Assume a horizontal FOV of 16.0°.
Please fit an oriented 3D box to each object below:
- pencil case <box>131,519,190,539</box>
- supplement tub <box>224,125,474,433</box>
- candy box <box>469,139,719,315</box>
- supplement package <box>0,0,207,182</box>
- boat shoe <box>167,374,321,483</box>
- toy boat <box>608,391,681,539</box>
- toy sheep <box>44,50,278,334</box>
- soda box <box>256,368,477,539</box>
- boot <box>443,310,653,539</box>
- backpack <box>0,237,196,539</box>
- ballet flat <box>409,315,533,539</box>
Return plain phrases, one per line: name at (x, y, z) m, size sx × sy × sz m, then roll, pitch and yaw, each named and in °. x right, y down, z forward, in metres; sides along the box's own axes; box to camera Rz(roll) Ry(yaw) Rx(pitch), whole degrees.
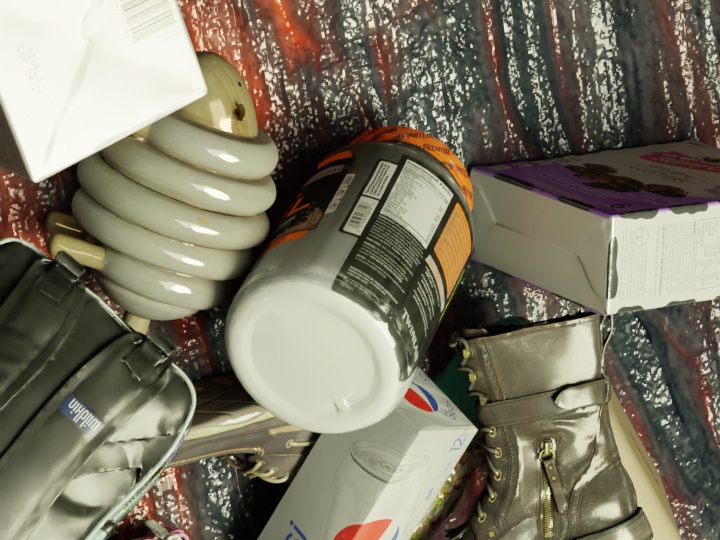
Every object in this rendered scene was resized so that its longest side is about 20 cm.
pencil case at (-0.195, 0.207, 1.621) m, size 0.199 × 0.083 × 0.087 m, roll -3°, pitch 89°, yaw -31°
supplement tub at (0.000, 0.000, 1.626) m, size 0.123 × 0.122 × 0.200 m, roll 66°, pitch 30°, yaw -26°
candy box at (0.201, -0.033, 1.761) m, size 0.199 × 0.167 × 0.072 m, roll -8°, pitch 107°, yaw -31°
supplement package at (-0.197, -0.145, 1.460) m, size 0.119 × 0.200 × 0.122 m, roll -30°, pitch 116°, yaw -22°
boat shoe at (-0.055, 0.106, 1.690) m, size 0.199 × 0.074 × 0.074 m, roll -14°, pitch 109°, yaw -28°
toy boat at (0.148, 0.169, 1.825) m, size 0.130 × 0.131 × 0.201 m, roll -26°, pitch 118°, yaw 9°
toy sheep at (-0.120, -0.040, 1.584) m, size 0.137 × 0.138 × 0.201 m, roll 9°, pitch 111°, yaw -34°
soda box at (-0.008, 0.161, 1.686) m, size 0.063 × 0.068 × 0.201 m, roll 2°, pitch 126°, yaw -50°
boot at (0.094, 0.121, 1.712) m, size 0.199 × 0.069 × 0.175 m, roll -18°, pitch 97°, yaw 3°
backpack at (-0.219, 0.106, 1.512) m, size 0.177 × 0.151 × 0.200 m, roll 41°, pitch 60°, yaw -3°
ballet flat at (0.064, 0.121, 1.777) m, size 0.200 × 0.076 × 0.064 m, roll -51°, pitch 132°, yaw -1°
